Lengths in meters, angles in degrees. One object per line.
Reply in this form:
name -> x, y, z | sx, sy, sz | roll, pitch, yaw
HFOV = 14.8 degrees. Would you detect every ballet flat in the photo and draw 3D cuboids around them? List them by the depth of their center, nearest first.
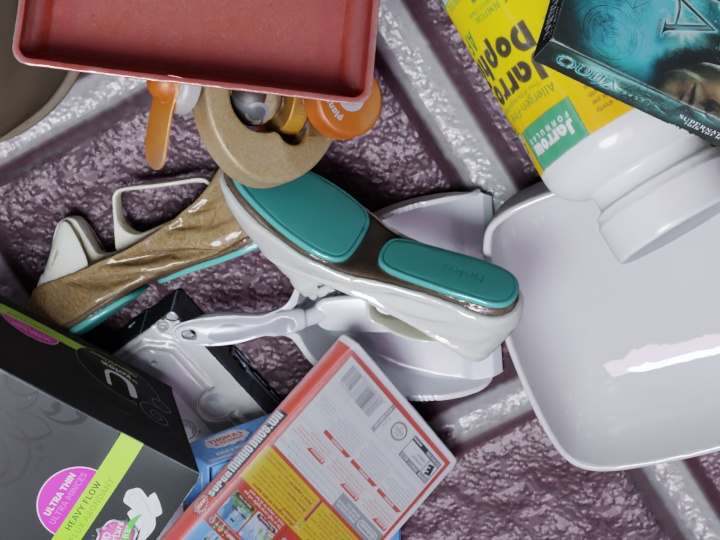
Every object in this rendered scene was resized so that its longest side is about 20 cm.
ballet flat -> 0.000, 0.000, 1.655 | 0.199, 0.069, 0.070 | 25, 117, 9
ballet flat -> -0.143, -0.013, 1.715 | 0.200, 0.068, 0.073 | -27, 92, 17

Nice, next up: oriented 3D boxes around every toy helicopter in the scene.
toy helicopter -> -0.083, -0.143, 1.616 | 0.132, 0.079, 0.201 | -25, 97, -30

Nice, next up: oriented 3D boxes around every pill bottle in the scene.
pill bottle -> 0.133, -0.110, 1.566 | 0.113, 0.113, 0.200 | -32, 82, 19

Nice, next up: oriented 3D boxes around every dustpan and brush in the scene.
dustpan and brush -> -0.016, 0.025, 1.718 | 0.199, 0.057, 0.140 | -2, 117, 6

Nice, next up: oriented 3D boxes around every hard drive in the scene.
hard drive -> -0.148, 0.120, 1.792 | 0.200, 0.038, 0.140 | -34, 110, 19

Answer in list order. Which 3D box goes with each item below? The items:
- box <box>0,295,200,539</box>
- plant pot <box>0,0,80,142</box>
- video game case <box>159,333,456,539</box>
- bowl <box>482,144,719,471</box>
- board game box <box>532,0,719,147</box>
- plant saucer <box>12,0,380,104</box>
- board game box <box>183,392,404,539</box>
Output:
box -> -0.215, 0.142, 1.669 | 0.148, 0.124, 0.200 | 29, 105, -23
plant pot -> -0.255, -0.138, 1.595 | 0.199, 0.174, 0.201 | 2, 116, 3
video game case -> -0.039, 0.153, 1.713 | 0.200, 0.017, 0.143 | -48, 135, -9
bowl -> 0.186, 0.012, 1.687 | 0.199, 0.075, 0.200 | -16, 114, 12
board game box -> 0.181, -0.175, 1.531 | 0.135, 0.201, 0.028 | 23, 152, -13
plant saucer -> -0.086, -0.191, 1.565 | 0.199, 0.201, 0.037 | 7, 162, -4
board game box -> -0.042, 0.181, 1.766 | 0.151, 0.037, 0.201 | -18, 122, -33
